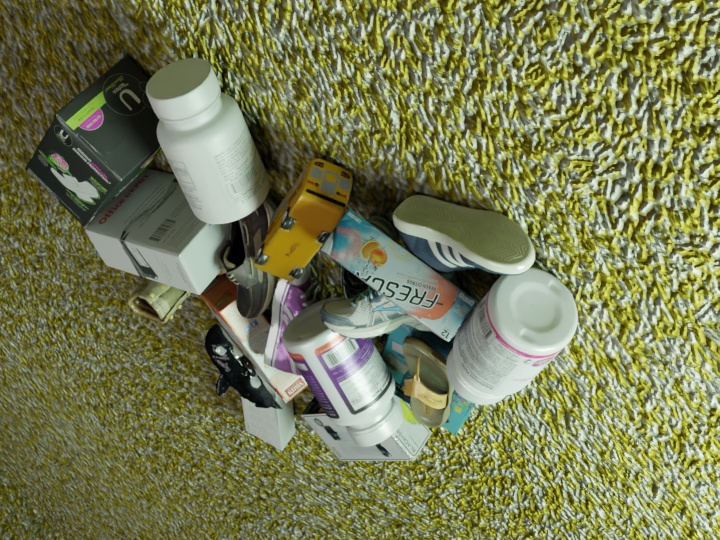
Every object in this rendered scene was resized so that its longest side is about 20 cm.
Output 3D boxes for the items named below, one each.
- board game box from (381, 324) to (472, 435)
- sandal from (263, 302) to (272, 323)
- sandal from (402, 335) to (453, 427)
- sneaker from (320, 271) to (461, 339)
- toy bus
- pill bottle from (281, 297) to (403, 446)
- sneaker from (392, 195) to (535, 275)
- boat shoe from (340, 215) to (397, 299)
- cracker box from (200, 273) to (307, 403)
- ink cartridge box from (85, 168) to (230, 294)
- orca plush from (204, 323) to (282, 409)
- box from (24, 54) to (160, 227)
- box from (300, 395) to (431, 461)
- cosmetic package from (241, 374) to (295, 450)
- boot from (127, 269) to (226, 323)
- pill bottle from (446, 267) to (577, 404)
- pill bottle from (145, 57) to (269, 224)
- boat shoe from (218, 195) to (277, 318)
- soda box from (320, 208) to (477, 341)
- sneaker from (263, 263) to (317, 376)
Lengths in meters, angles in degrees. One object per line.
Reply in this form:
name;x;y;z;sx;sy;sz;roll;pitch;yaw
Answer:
board game box;0.105;0.136;1.725;0.151;0.047;0.200;33;149;10
sandal;-0.077;0.102;1.868;0.202;0.050;0.083;11;140;41
sandal;0.088;0.167;1.684;0.080;0.054;0.201;25;146;22
sneaker;0.040;0.031;1.603;0.199;0.078;0.087;-7;121;13
toy bus;-0.079;-0.062;1.609;0.065;0.079;0.200;20;148;-14
pill bottle;-0.019;0.148;1.723;0.111;0.111;0.201;-2;125;47
sneaker;0.130;-0.026;1.469;0.199;0.075;0.085;26;147;39
boat shoe;0.000;0.000;1.649;0.068;0.057;0.200;32;148;11
cracker box;-0.170;0.101;1.914;0.200;0.058;0.134;56;170;-27
ink cartridge box;-0.278;-0.061;1.776;0.199;0.145;0.085;15;143;34
orca plush;-0.208;0.175;1.977;0.105;0.071;0.200;45;168;39
box;-0.359;-0.179;1.704;0.124;0.149;0.200;45;149;-8
box;0.008;0.248;1.962;0.117;0.060;0.199;51;148;-19
cosmetic package;-0.162;0.230;2.126;0.082;0.051;0.201;25;146;18
boot;-0.253;0.009;1.830;0.199;0.156;0.073;2;134;45
pill bottle;0.182;0.088;1.517;0.113;0.114;0.200;36;150;4
pill bottle;-0.201;-0.169;1.583;0.114;0.115;0.201;14;142;35
boat shoe;-0.166;-0.019;1.726;0.074;0.073;0.201;44;136;45
soda box;0.048;0.007;1.519;0.199;0.064;0.068;35;179;2
sneaker;-0.071;0.070;1.782;0.114;0.073;0.201;20;126;14
